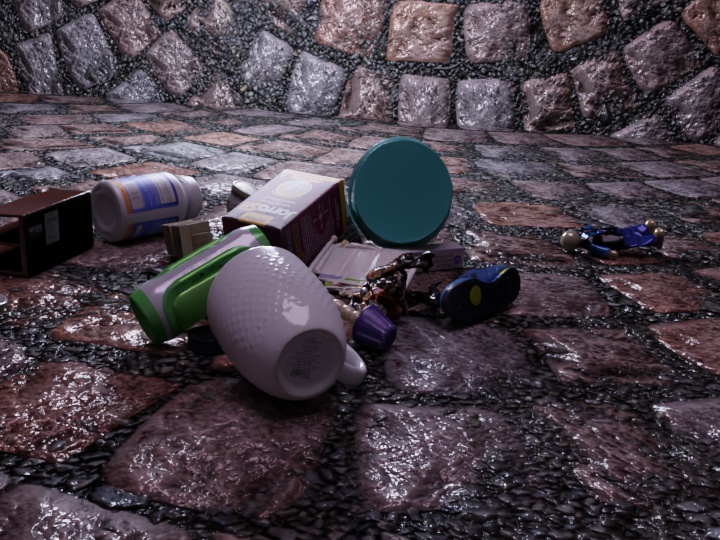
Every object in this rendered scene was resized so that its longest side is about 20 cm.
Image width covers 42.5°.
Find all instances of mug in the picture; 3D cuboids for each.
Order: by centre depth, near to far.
[{"bbox_3d":[-0.074,0.082,1.125,0.198,0.149,0.175,29,7,-34],"label":"mug"}]

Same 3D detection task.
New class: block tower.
[{"bbox_3d":[-0.291,-0.054,1.559,0.057,0.055,0.199,-12,7,-17],"label":"block tower"}]

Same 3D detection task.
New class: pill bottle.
[{"bbox_3d":[-0.399,-0.125,1.747,0.111,0.115,0.198,16,21,37],"label":"pill bottle"}]

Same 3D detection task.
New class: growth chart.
[{"bbox_3d":[0.000,0.000,1.513,0.196,0.018,0.145,13,42,29],"label":"growth chart"}]

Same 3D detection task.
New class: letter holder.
[{"bbox_3d":[-0.566,-0.071,1.568,0.139,0.103,0.200,6,17,15],"label":"letter holder"}]

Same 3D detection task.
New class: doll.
[{"bbox_3d":[0.486,-0.063,1.818,0.195,0.049,0.137,-6,28,-8],"label":"doll"}]

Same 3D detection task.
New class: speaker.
[{"bbox_3d":[-0.213,0.017,1.265,0.198,0.090,0.088,-32,31,-22],"label":"speaker"}]

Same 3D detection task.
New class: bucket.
[{"bbox_3d":[0.075,-0.138,1.667,0.202,0.213,0.135,4,-1,2],"label":"bucket"}]

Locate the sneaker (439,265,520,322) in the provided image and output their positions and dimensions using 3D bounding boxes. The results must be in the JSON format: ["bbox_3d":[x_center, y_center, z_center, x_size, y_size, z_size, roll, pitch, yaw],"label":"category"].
[{"bbox_3d":[0.169,0.036,1.430,0.077,0.068,0.198,2,12,39],"label":"sneaker"}]

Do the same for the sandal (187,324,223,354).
[{"bbox_3d":[-0.147,0.071,1.280,0.075,0.044,0.198,18,22,40],"label":"sandal"}]

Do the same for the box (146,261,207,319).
[{"bbox_3d":[-0.205,0.025,1.417,0.197,0.045,0.159,16,21,36],"label":"box"}]

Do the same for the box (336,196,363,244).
[{"bbox_3d":[-0.074,-0.112,1.766,0.034,0.112,0.199,-32,30,-19],"label":"box"}]

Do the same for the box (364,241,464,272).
[{"bbox_3d":[0.090,-0.020,1.622,0.196,0.040,0.041,-6,20,-27],"label":"box"}]

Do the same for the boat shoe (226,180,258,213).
[{"bbox_3d":[-0.174,-0.092,1.757,0.199,0.069,0.074,36,25,24],"label":"boat shoe"}]

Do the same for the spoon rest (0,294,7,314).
[{"bbox_3d":[-0.534,0.059,1.219,0.097,0.062,0.200,3,18,-2],"label":"spoon rest"}]

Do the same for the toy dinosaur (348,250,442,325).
[{"bbox_3d":[0.049,0.020,1.393,0.133,0.103,0.203,-10,45,16],"label":"toy dinosaur"}]

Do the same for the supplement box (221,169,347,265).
[{"bbox_3d":[-0.127,-0.081,1.593,0.128,0.105,0.200,13,36,27],"label":"supplement box"}]

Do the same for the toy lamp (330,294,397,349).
[{"bbox_3d":[-0.035,0.050,1.301,0.198,0.059,0.058,31,29,28],"label":"toy lamp"}]
